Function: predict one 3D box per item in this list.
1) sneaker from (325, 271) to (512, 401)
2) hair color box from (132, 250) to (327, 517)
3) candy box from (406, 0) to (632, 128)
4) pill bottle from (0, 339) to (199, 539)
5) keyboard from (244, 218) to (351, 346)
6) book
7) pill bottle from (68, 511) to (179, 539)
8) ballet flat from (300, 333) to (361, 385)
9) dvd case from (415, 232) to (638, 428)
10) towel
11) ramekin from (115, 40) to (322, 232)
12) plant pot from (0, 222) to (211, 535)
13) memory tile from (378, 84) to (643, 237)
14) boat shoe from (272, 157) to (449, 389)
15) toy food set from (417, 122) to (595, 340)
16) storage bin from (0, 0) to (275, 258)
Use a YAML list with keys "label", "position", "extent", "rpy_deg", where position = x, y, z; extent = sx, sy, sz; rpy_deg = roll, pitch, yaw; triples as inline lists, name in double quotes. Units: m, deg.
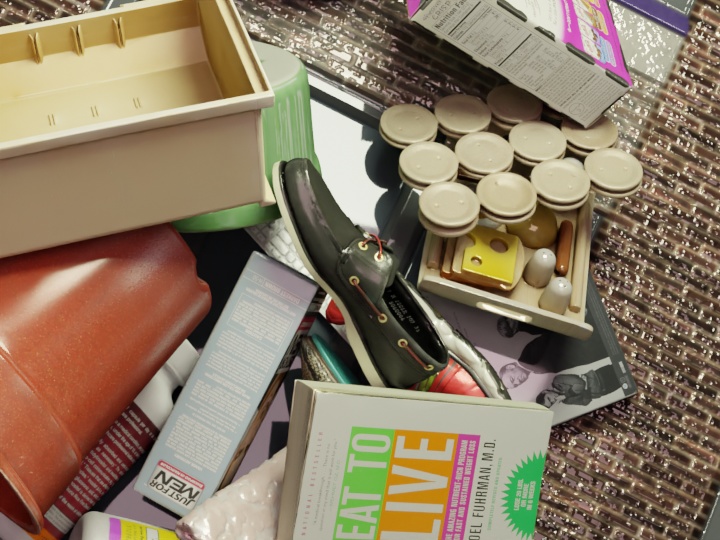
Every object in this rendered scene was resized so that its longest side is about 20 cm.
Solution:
- label: "sneaker"
  position: [0.052, 0.081, 1.085]
  extent: [0.085, 0.077, 0.200]
  rpy_deg: [-45, 84, 4]
- label: "hair color box"
  position: [-0.097, 0.089, 1.047]
  extent: [0.060, 0.099, 0.202]
  rpy_deg: [28, 90, 5]
- label: "candy box"
  position: [0.127, -0.221, 1.116]
  extent: [0.199, 0.061, 0.137]
  rpy_deg: [27, 39, -28]
- label: "pill bottle"
  position: [-0.219, 0.115, 1.043]
  extent: [0.113, 0.113, 0.200]
  rpy_deg: [44, 77, 3]
- label: "keyboard"
  position: [-0.042, -0.013, 1.145]
  extent: [0.056, 0.011, 0.200]
  rpy_deg: [-42, 86, -13]
- label: "book"
  position: [0.041, 0.159, 0.999]
  extent: [0.198, 0.048, 0.135]
  rpy_deg: [7, 94, -23]
- label: "pill bottle"
  position: [-0.128, 0.255, 1.020]
  extent: [0.198, 0.104, 0.106]
  rpy_deg: [17, 76, -17]
- label: "ballet flat"
  position: [0.009, 0.139, 1.055]
  extent: [0.200, 0.068, 0.075]
  rpy_deg: [42, 99, -15]
- label: "dvd case"
  position: [0.120, 0.068, 1.138]
  extent: [0.198, 0.025, 0.152]
  rpy_deg: [-19, 82, -13]
- label: "towel"
  position: [-0.027, 0.229, 1.023]
  extent: [0.192, 0.032, 0.199]
  rpy_deg: [56, 34, 5]
- label: "ramekin"
  position: [-0.128, -0.113, 1.049]
  extent: [0.197, 0.200, 0.099]
  rpy_deg: [-3, 115, -8]
- label: "plant pot"
  position: [-0.219, 0.039, 0.920]
  extent: [0.201, 0.201, 0.195]
  rpy_deg: [44, 66, 3]
- label: "memory tile"
  position: [0.125, -0.099, 1.120]
  extent: [0.198, 0.017, 0.154]
  rpy_deg: [-12, 49, -15]
- label: "boat shoe"
  position: [0.000, -0.001, 1.000]
  extent: [0.063, 0.074, 0.203]
  rpy_deg: [-23, 108, 20]
- label: "toy food set"
  position: [0.131, -0.043, 1.115]
  extent: [0.142, 0.061, 0.201]
  rpy_deg: [16, 49, -3]
- label: "storage bin"
  position: [-0.174, -0.117, 0.882]
  extent: [0.198, 0.094, 0.200]
  rpy_deg: [-13, 46, -12]
